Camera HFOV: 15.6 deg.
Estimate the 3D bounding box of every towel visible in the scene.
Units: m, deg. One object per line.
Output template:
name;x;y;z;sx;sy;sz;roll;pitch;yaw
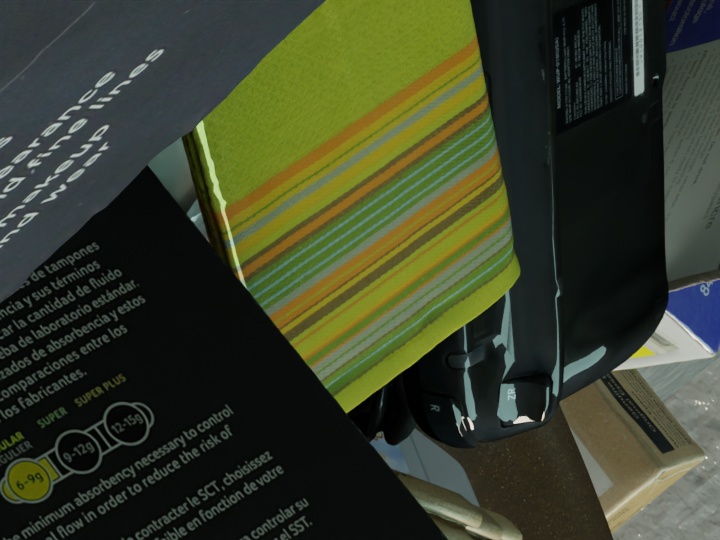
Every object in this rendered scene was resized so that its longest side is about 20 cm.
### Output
towel;-0.011;-0.057;0.592;0.086;0.018;0.200;-36;131;-29

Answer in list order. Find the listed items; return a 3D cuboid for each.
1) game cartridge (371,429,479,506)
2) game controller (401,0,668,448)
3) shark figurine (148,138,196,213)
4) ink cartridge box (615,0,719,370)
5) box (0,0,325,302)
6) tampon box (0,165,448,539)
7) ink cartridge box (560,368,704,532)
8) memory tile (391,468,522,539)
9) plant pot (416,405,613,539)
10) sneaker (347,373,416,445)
game cartridge;-0.017;0.083;0.930;0.042;0.133;0.200;-39;134;23
game controller;0.045;-0.054;0.692;0.104;0.042;0.200;-34;128;-50
shark figurine;-0.067;-0.001;0.766;0.128;0.090;0.215;-31;165;-30
ink cartridge box;0.115;-0.061;0.844;0.200;0.047;0.198;-10;-130;64
box;-0.133;-0.026;0.354;0.197;0.117;0.200;-41;170;16
tampon box;-0.100;0.060;0.593;0.126;0.200;0.150;-30;165;-38
ink cartridge box;0.032;0.087;1.237;0.200;0.165;0.075;-43;166;18
memory tile;-0.052;0.044;0.762;0.153;0.200;0.017;40;69;-76
plant pot;0.018;0.089;1.105;0.187;0.200;0.187;-38;169;-8
sneaker;0.000;0.000;0.789;0.201;0.076;0.115;84;27;-75
